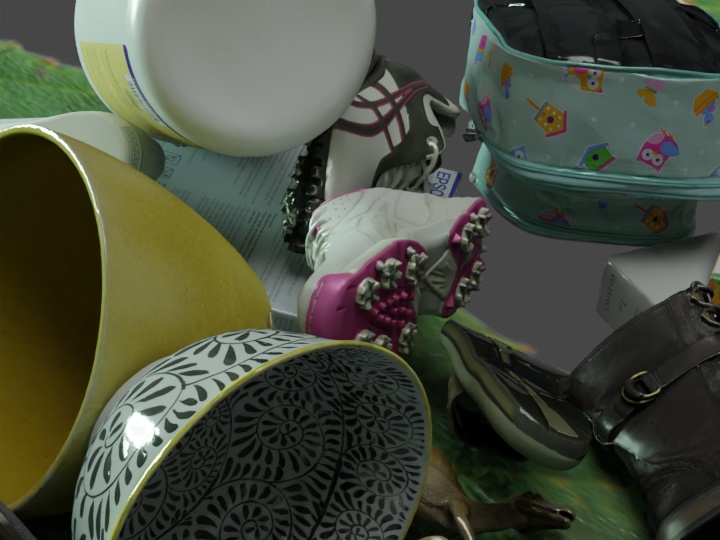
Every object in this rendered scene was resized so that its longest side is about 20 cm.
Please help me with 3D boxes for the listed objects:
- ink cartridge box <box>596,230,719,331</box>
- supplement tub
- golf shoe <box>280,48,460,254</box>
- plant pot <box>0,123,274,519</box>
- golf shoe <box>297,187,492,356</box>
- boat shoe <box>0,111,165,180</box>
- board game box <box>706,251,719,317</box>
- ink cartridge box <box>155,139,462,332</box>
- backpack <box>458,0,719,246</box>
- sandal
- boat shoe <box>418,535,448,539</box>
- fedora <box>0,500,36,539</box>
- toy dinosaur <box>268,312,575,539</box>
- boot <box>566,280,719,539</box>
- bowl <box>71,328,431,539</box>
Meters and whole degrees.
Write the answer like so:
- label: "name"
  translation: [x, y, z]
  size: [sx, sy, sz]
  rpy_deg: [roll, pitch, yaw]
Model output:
- label: "ink cartridge box"
  translation: [0.270, 0.037, 1.457]
  size: [0.199, 0.045, 0.176]
  rpy_deg: [-12, 39, -27]
- label: "supplement tub"
  translation: [-0.086, -0.143, 1.418]
  size: [0.144, 0.147, 0.200]
  rpy_deg: [-4, 8, -18]
- label: "golf shoe"
  translation: [0.008, -0.071, 1.458]
  size: [0.088, 0.078, 0.200]
  rpy_deg: [21, 36, -1]
- label: "plant pot"
  translation: [-0.129, 0.036, 1.268]
  size: [0.141, 0.201, 0.200]
  rpy_deg: [11, 28, -38]
- label: "golf shoe"
  translation: [0.000, 0.000, 1.311]
  size: [0.091, 0.076, 0.200]
  rpy_deg: [18, 18, 19]
- label: "boat shoe"
  translation: [-0.209, -0.061, 1.445]
  size: [0.199, 0.073, 0.068]
  rpy_deg: [-11, -9, 23]
- label: "board game box"
  translation: [0.270, -0.015, 1.471]
  size: [0.095, 0.030, 0.200]
  rpy_deg: [16, 37, 11]
- label: "ink cartridge box"
  translation: [-0.054, -0.021, 1.467]
  size: [0.199, 0.044, 0.197]
  rpy_deg: [16, 34, 6]
- label: "backpack"
  translation: [0.152, -0.096, 1.509]
  size: [0.174, 0.155, 0.200]
  rpy_deg: [6, 10, -8]
- label: "sandal"
  translation: [0.074, 0.075, 1.313]
  size: [0.079, 0.058, 0.201]
  rpy_deg: [25, 10, -6]
- label: "boat shoe"
  translation: [0.001, 0.203, 1.139]
  size: [0.074, 0.069, 0.200]
  rpy_deg: [17, 39, 7]
- label: "fedora"
  translation: [-0.218, 0.154, 1.111]
  size: [0.176, 0.091, 0.200]
  rpy_deg: [25, 17, -42]
- label: "toy dinosaur"
  translation: [0.017, 0.112, 1.271]
  size: [0.199, 0.058, 0.101]
  rpy_deg: [31, 33, -15]
- label: "boot"
  translation: [0.208, 0.065, 1.326]
  size: [0.199, 0.069, 0.175]
  rpy_deg: [-29, 41, 7]
- label: "bowl"
  translation: [-0.070, 0.100, 1.160]
  size: [0.200, 0.202, 0.094]
  rpy_deg: [-22, 41, -36]
